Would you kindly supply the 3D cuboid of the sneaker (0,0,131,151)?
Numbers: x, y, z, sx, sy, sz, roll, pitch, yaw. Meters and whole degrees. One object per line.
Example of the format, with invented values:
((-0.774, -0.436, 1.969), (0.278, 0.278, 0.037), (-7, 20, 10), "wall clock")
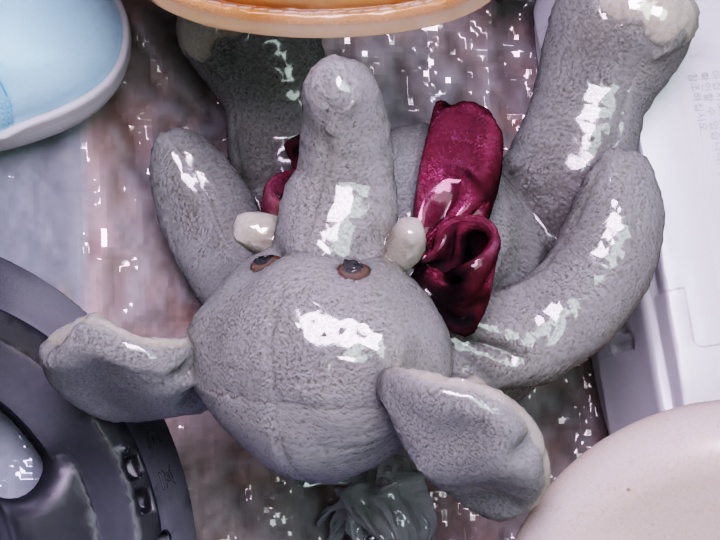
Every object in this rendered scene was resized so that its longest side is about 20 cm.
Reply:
((-0.158, -0.077, 0.770), (0.199, 0.082, 0.074), (3, 82, -19), "sneaker")

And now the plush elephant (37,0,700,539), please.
((0.000, 0.000, 0.764), (0.164, 0.155, 0.201), (7, 91, 14), "plush elephant")

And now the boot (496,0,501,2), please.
((0.009, -0.160, 0.834), (0.200, 0.072, 0.167), (-34, 97, -37), "boot")

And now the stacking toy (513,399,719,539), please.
((0.125, 0.097, 0.802), (0.145, 0.200, 0.147), (2, 98, 13), "stacking toy")

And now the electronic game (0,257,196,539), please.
((-0.139, 0.088, 0.769), (0.199, 0.042, 0.201), (4, 82, -28), "electronic game")

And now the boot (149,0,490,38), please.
((-0.044, -0.158, 0.722), (0.199, 0.156, 0.077), (22, 37, 15), "boot")

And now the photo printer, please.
((0.167, -0.030, 0.884), (0.199, 0.069, 0.167), (-9, 84, -21), "photo printer")
